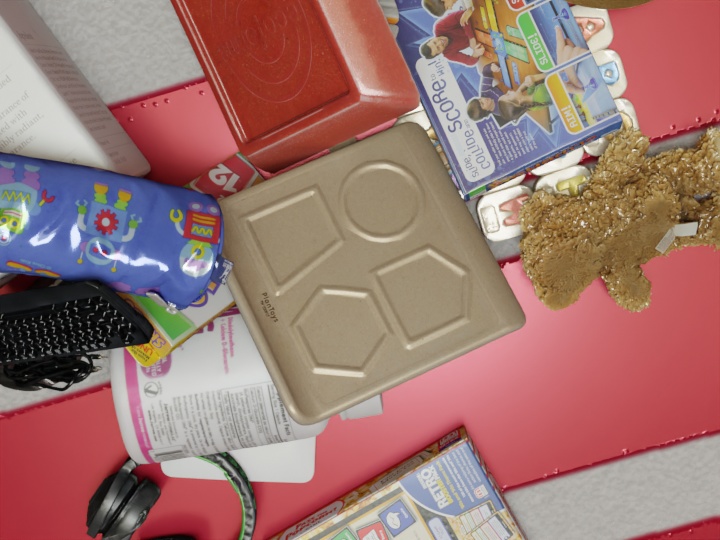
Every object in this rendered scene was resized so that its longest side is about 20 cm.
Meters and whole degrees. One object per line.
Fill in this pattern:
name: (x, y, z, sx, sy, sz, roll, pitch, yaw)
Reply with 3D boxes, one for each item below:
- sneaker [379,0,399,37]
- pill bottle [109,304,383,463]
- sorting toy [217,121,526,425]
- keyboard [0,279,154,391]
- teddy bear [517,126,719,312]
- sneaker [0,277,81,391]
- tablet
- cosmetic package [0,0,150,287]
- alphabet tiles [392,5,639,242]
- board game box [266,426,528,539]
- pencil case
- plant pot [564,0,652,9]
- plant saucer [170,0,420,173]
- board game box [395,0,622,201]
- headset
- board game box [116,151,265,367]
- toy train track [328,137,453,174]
sneaker: (-0.039, -0.241, 1.104, 0.077, 0.077, 0.202, -9, 72, -30)
pill bottle: (-0.086, 0.079, 1.116, 0.197, 0.113, 0.115, -9, 97, 1)
sorting toy: (0.000, 0.000, 1.072, 0.198, 0.037, 0.187, -22, 71, -17)
keyboard: (-0.231, 0.056, 1.005, 0.198, 0.104, 0.040, -9, 56, 32)
teddy bear: (0.214, -0.042, 1.133, 0.199, 0.067, 0.146, -34, 124, 1)
sneaker: (-0.227, 0.018, 1.148, 0.199, 0.116, 0.076, -26, 117, 38)
tablet: (-0.098, 0.073, 1.179, 0.128, 0.014, 0.203, 2, 96, 1)
cosmetic package: (-0.288, -0.103, 1.083, 0.164, 0.165, 0.201, -36, 96, 4)
alphabet tiles: (0.119, -0.130, 1.152, 0.193, 0.015, 0.202, -17, 96, 2)
board game box: (0.037, 0.245, 1.181, 0.198, 0.046, 0.153, -29, 96, 4)
pencil case: (-0.188, -0.026, 0.973, 0.198, 0.078, 0.088, 11, 77, -21)
plant pot: (0.194, -0.309, 1.012, 0.184, 0.200, 0.189, 1, 79, -5)
plant saucer: (-0.067, -0.181, 1.070, 0.037, 0.199, 0.202, -30, 98, -39)
board game box: (0.099, -0.173, 1.110, 0.134, 0.034, 0.202, -24, 81, 4)
headset: (-0.177, 0.222, 1.157, 0.199, 0.094, 0.124, -34, 95, 5)
board game box: (-0.125, -0.012, 1.085, 0.096, 0.200, 0.030, 49, 136, 2)
toy train track: (0.049, -0.077, 1.144, 0.199, 0.033, 0.116, -32, 86, 5)
